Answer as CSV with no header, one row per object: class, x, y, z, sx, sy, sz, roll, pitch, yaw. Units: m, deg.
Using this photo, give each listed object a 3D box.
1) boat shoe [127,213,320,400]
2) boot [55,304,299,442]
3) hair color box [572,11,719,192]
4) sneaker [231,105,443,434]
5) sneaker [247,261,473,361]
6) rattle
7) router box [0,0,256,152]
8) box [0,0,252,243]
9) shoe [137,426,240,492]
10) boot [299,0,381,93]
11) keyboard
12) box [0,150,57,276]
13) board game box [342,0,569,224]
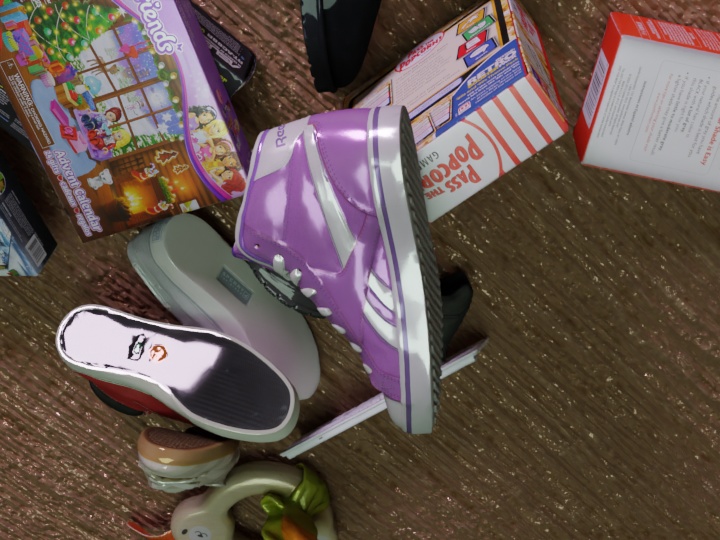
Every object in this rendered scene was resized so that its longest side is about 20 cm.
boat shoe,-0.113,0.037,0.892,0.068,0.072,0.200,-13,134,42
boot,-0.140,0.099,0.892,0.199,0.073,0.144,19,157,9
hair color box,0.265,-0.113,0.785,0.199,0.061,0.102,12,119,-2
sneaker,-0.013,0.006,0.639,0.114,0.073,0.202,-7,109,11
sneaker,0.000,0.000,0.865,0.199,0.076,0.091,24,112,-21
rattle,-0.120,0.262,0.977,0.199,0.143,0.131,-11,137,2
router box,-0.198,-0.156,0.787,0.200,0.062,0.150,38,115,-17
box,-0.168,-0.128,0.741,0.136,0.039,0.201,-16,117,11
shoe,-0.134,0.157,0.885,0.069,0.200,0.054,7,85,6
boot,0.037,-0.219,0.736,0.161,0.073,0.199,-3,118,1
keyboard,0.020,0.109,0.927,0.199,0.056,0.011,-30,94,19
box,-0.331,-0.079,0.808,0.136,0.040,0.201,0,134,22
board game box,0.053,-0.106,0.721,0.151,0.200,0.046,-33,113,20
